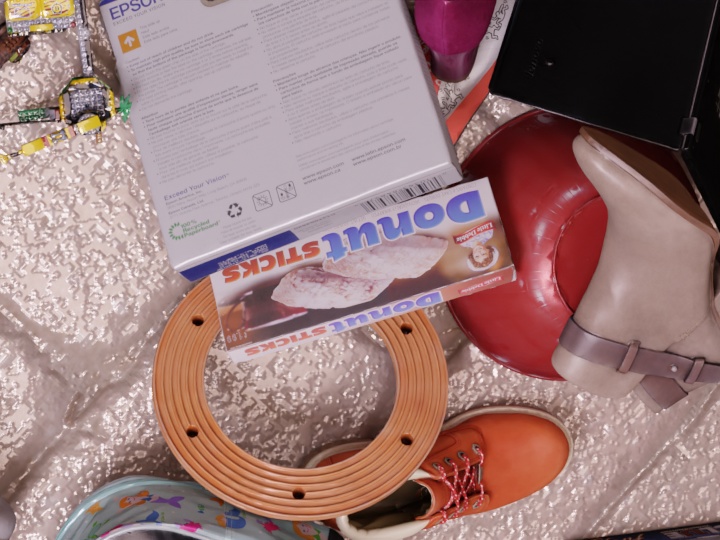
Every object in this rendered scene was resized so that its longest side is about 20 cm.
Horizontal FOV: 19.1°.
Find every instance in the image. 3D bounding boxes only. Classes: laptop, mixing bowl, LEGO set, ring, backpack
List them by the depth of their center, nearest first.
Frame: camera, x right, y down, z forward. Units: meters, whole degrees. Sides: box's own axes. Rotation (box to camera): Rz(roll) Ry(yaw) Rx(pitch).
[{"bbox_3d":[-0.242,-0.140,1.350,0.199,0.116,0.155,2,98,-8],"label":"LEGO set"},{"bbox_3d":[-0.116,0.227,1.415,0.199,0.151,0.178,15,108,-20],"label":"backpack"},{"bbox_3d":[-0.040,0.076,1.436,0.199,0.019,0.201,3,61,-4],"label":"ring"},{"bbox_3d":[0.197,-0.127,1.457,0.200,0.115,0.188,56,41,-40],"label":"laptop"},{"bbox_3d":[0.161,-0.013,1.476,0.199,0.108,0.201,-2,97,-13],"label":"mixing bowl"}]

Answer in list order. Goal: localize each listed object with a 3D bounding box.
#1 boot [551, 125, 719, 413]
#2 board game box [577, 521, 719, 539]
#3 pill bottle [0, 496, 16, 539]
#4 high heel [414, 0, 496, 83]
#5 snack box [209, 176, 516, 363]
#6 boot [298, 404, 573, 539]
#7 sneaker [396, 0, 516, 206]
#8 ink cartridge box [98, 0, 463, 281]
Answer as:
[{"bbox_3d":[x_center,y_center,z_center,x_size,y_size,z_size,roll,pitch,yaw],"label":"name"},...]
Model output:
[{"bbox_3d":[0.174,0.011,1.377,0.200,0.070,0.146,32,111,-23],"label":"boot"},{"bbox_3d":[0.222,0.291,1.569,0.135,0.035,0.201,-6,99,-13],"label":"board game box"},{"bbox_3d":[-0.321,0.217,1.389,0.115,0.116,0.201,32,89,-15],"label":"pill bottle"},{"bbox_3d":[0.073,-0.229,1.401,0.067,0.096,0.201,3,67,3],"label":"high heel"},{"bbox_3d":[0.000,0.000,1.430,0.199,0.024,0.072,-17,62,3],"label":"snack box"},{"bbox_3d":[0.063,0.146,1.476,0.199,0.107,0.075,-12,99,-13],"label":"boot"},{"bbox_3d":[0.034,-0.146,1.449,0.108,0.067,0.202,30,93,-18],"label":"sneaker"},{"bbox_3d":[-0.055,-0.118,1.400,0.199,0.041,0.201,-20,72,8],"label":"ink cartridge box"}]
